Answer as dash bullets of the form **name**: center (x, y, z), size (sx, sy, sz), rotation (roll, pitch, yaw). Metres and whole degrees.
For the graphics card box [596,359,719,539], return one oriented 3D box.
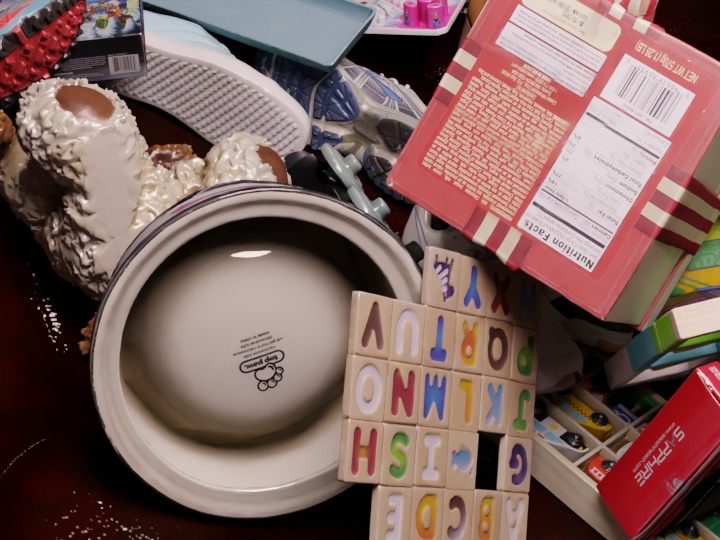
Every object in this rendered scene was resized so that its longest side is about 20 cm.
- **graphics card box**: center (0.253, 0.094, 1.001), size (0.199, 0.126, 0.051), rotation (-13, 56, -38)

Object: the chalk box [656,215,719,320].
- **chalk box**: center (0.280, -0.034, 1.091), size (0.124, 0.199, 0.125), rotation (29, 54, -56)

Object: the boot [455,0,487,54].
- **boot**: center (0.155, -0.195, 1.354), size (0.076, 0.156, 0.201), rotation (2, 40, -25)

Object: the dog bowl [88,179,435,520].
- **dog bowl**: center (-0.061, 0.038, 0.920), size (0.199, 0.202, 0.074), rotation (8, 17, -18)

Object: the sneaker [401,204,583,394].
- **sneaker**: center (0.082, 0.013, 1.085), size (0.074, 0.088, 0.200), rotation (-15, 39, -29)

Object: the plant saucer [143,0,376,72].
- **plant saucer**: center (-0.086, -0.206, 1.252), size (0.199, 0.019, 0.070), rotation (23, 58, 25)

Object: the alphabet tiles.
- **alphabet tiles**: center (0.050, 0.074, 0.908), size (0.008, 0.169, 0.199), rotation (0, -8, 35)

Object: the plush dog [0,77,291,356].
- **plush dog**: center (-0.167, -0.045, 1.038), size (0.199, 0.161, 0.172), rotation (14, 14, -37)

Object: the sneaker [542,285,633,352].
- **sneaker**: center (0.168, -0.021, 1.172), size (0.075, 0.088, 0.200), rotation (18, 29, -14)

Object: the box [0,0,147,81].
- **box**: center (-0.261, -0.186, 1.181), size (0.198, 0.040, 0.137), rotation (-7, 40, -6)

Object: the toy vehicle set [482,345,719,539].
- **toy vehicle set**: center (0.191, 0.136, 1.050), size (0.200, 0.027, 0.124), rotation (39, 39, 23)

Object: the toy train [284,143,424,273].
- **toy train**: center (0.000, 0.000, 1.069), size (0.114, 0.085, 0.200), rotation (51, 4, -43)

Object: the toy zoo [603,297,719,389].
- **toy zoo**: center (0.236, 0.042, 1.031), size (0.130, 0.200, 0.021), rotation (-13, 77, -8)

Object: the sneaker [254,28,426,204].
- **sneaker**: center (0.001, -0.125, 1.271), size (0.200, 0.077, 0.085), rotation (40, 29, 13)

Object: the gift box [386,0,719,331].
- **gift box**: center (0.155, -0.080, 0.981), size (0.184, 0.201, 0.187), rotation (38, 8, 17)

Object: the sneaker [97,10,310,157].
- **sneaker**: center (-0.117, -0.156, 1.235), size (0.199, 0.074, 0.082), rotation (28, 41, 9)

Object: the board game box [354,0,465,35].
- **board game box**: center (0.002, -0.263, 1.413), size (0.198, 0.026, 0.200), rotation (5, 32, 16)

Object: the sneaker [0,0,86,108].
- **sneaker**: center (-0.279, -0.150, 1.075), size (0.200, 0.079, 0.096), rotation (-38, 73, -19)
